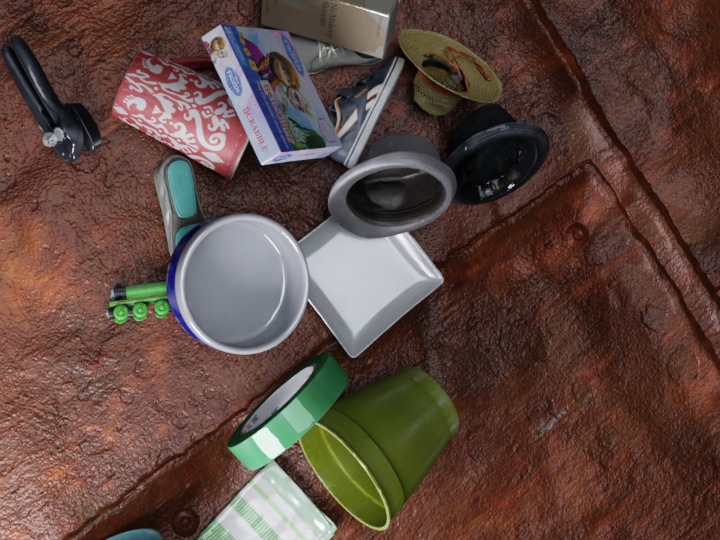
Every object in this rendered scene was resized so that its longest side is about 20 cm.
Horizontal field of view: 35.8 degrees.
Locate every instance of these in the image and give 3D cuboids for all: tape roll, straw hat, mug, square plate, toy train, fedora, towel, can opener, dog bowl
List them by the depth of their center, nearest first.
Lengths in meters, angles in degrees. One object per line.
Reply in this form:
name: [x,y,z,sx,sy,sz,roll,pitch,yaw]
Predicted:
tape roll: [-0.105,0.204,1.627,0.200,0.200,0.048,-43,97,-13]
dog bowl: [-0.179,0.018,1.629,0.199,0.079,0.202,-1,92,-26]
can opener: [-0.466,-0.249,1.642,0.063,0.079,0.200,-35,93,25]
mug: [-0.254,-0.245,1.674,0.199,0.178,0.134,25,117,-8]
toy train: [-0.282,0.039,1.675,0.199,0.042,0.057,-6,79,-15]
towel: [-0.153,0.412,1.694,0.200,0.023,0.153,-44,97,-13]
fedora: [0.049,-0.140,1.695,0.177,0.199,0.091,33,44,-37]
square plate: [0.000,0.000,1.756,0.200,0.028,0.199,-39,97,-13]
fedora: [0.197,-0.192,1.756,0.199,0.201,0.092,-10,60,-15]
straw hat: [0.126,-0.293,1.769,0.200,0.202,0.085,27,123,-12]

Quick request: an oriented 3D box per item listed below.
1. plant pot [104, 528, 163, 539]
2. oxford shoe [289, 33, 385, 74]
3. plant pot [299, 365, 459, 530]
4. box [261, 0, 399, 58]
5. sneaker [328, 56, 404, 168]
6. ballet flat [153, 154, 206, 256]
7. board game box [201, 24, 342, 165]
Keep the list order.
plant pot: [-0.333,0.488,1.561,0.200,0.200,0.162,-28,106,-14]
oxford shoe: [-0.050,-0.350,1.749,0.198,0.058,0.076,-7,90,-14]
plant pot: [0.041,0.250,1.681,0.193,0.200,0.201,-36,96,-26]
box: [-0.045,-0.405,1.698,0.199,0.095,0.078,16,53,5]
sneaker: [0.000,-0.262,1.746,0.079,0.078,0.201,27,73,1]
ballet flat: [-0.266,-0.072,1.675,0.067,0.064,0.202,-12,95,-31]
board game box: [-0.124,-0.257,1.625,0.041,0.199,0.201,-27,87,26]
